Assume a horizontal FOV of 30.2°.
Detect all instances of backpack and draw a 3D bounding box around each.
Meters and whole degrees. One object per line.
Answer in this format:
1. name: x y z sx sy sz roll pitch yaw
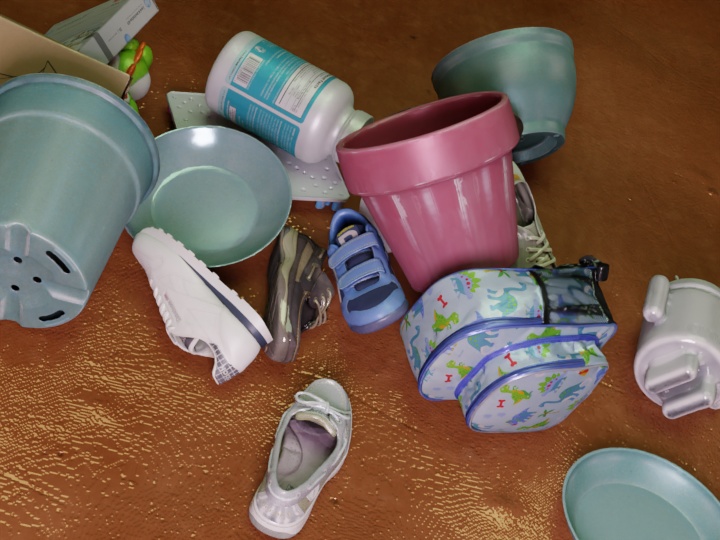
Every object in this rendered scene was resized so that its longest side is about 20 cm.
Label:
1. backpack: 0.154 0.082 1.412 0.198 0.183 0.148 4 54 -24

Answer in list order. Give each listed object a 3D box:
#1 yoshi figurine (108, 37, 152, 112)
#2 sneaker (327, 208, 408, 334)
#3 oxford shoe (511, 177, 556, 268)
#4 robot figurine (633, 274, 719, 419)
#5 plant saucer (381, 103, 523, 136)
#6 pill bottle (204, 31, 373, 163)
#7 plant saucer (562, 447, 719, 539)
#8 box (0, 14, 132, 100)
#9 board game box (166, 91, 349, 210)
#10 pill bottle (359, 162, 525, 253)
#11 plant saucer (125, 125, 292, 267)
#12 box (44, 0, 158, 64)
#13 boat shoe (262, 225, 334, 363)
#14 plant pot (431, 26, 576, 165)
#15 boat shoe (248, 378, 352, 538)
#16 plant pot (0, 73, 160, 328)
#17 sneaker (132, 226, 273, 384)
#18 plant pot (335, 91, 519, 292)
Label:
1. yoshi figurine: -0.307 -0.193 1.611 0.111 0.113 0.201 -3 46 24
2. sneaker: 0.000 0.000 1.482 0.073 0.083 0.200 -23 29 1
3. oxford shoe: 0.199 -0.021 1.585 0.075 0.058 0.201 -26 97 -36
4. robot figurine: 0.385 0.086 1.572 0.170 0.112 0.200 55 33 -21
5. plant saucer: 0.108 -0.160 1.690 0.199 0.200 0.032 5 71 -20
6. pill bottle: -0.085 -0.206 1.653 0.199 0.111 0.111 30 39 10
7. plant saucer: 0.295 0.271 1.375 0.198 0.036 0.201 13 40 -11
8. box: -0.376 -0.186 1.503 0.199 0.164 0.021 26 8 5
9. board game box: -0.133 -0.149 1.674 0.198 0.026 0.201 1 43 -23
10. pill bottle: 0.100 -0.077 1.630 0.199 0.113 0.112 -12 49 -35
11. plant saucer: -0.179 -0.078 1.530 0.199 0.039 0.202 3 57 -4
12. box: -0.352 -0.267 1.622 0.041 0.155 0.200 60 30 -25
13. boat shoe: -0.064 0.025 1.465 0.073 0.075 0.201 14 40 -10
14. plant pot: 0.206 -0.222 1.809 0.199 0.200 0.135 -2 71 -27
15. boat shoe: -0.051 0.172 1.305 0.074 0.065 0.202 25 38 5
16. plant pot: -0.325 -0.061 1.363 0.199 0.201 0.197 17 47 -6
17. sneaker: -0.183 0.032 1.398 0.081 0.076 0.200 -46 63 -8
18. plant pot: 0.091 -0.082 1.468 0.198 0.180 0.200 -17 15 5
